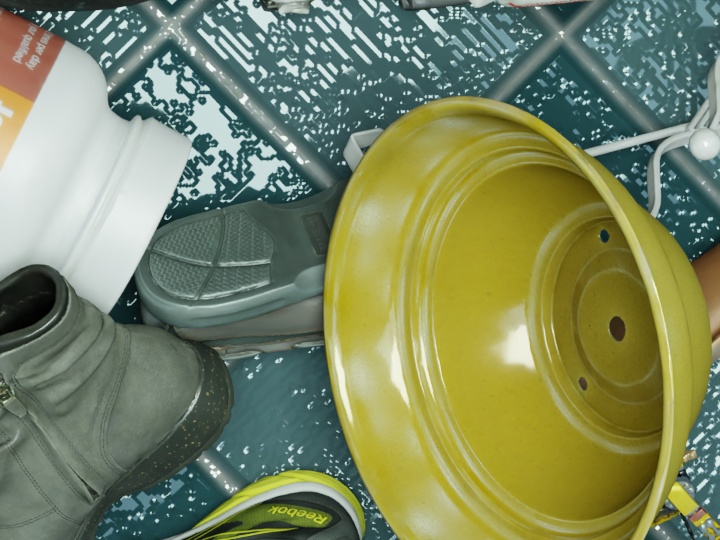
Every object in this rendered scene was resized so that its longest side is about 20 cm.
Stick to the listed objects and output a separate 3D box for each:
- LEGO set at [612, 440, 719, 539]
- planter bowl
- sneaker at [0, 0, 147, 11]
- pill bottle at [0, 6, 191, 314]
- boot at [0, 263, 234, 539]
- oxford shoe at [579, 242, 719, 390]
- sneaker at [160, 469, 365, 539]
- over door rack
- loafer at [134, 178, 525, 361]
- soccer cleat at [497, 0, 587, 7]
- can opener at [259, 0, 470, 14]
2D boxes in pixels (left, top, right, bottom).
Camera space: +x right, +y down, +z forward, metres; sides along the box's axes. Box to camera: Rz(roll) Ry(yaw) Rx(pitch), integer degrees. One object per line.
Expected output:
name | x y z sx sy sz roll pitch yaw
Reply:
LEGO set | 0.110 0.171 0.886 0.153 0.116 0.200 -18 121 1
planter bowl | 0.077 0.029 0.817 0.083 0.200 0.201 -9 101 -37
sneaker | -0.083 -0.173 0.844 0.201 0.067 0.108 -14 59 -19
pill bottle | -0.176 -0.061 0.851 0.200 0.112 0.112 26 94 -10
boot | -0.158 0.080 0.854 0.200 0.068 0.131 -46 141 15
oxford shoe | 0.107 0.028 0.922 0.200 0.071 0.071 -33 97 0
sneaker | -0.087 0.154 0.907 0.200 0.085 0.075 -33 100 -2
over door rack | 0.108 -0.072 0.848 0.199 0.148 0.067 -4 57 -21
loafer | 0.000 0.000 0.915 0.199 0.072 0.063 -7 143 -9
soccer cleat | 0.057 -0.201 0.860 0.085 0.069 0.200 -21 81 -15
can opener | 0.030 -0.147 0.895 0.199 0.053 0.067 -9 98 -7
